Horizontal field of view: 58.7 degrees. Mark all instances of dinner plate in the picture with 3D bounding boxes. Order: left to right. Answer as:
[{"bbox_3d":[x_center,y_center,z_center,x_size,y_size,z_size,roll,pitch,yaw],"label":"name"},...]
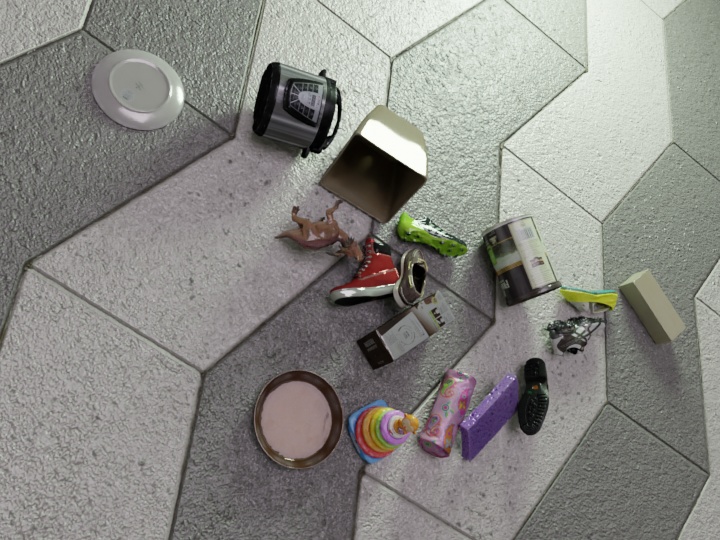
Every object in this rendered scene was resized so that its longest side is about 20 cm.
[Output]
[{"bbox_3d":[-0.490,-0.407,1.419,0.197,0.024,0.203,8,70,-22],"label":"dinner plate"}]

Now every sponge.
[{"bbox_3d":[0.304,0.344,1.503,0.199,0.030,0.113,-36,132,-31],"label":"sponge"}]

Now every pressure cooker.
[{"bbox_3d":[-0.138,-0.377,1.491,0.197,0.177,0.180,13,43,-22],"label":"pressure cooker"}]

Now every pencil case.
[{"bbox_3d":[0.198,0.324,1.468,0.087,0.087,0.201,34,61,-11],"label":"pencil case"}]

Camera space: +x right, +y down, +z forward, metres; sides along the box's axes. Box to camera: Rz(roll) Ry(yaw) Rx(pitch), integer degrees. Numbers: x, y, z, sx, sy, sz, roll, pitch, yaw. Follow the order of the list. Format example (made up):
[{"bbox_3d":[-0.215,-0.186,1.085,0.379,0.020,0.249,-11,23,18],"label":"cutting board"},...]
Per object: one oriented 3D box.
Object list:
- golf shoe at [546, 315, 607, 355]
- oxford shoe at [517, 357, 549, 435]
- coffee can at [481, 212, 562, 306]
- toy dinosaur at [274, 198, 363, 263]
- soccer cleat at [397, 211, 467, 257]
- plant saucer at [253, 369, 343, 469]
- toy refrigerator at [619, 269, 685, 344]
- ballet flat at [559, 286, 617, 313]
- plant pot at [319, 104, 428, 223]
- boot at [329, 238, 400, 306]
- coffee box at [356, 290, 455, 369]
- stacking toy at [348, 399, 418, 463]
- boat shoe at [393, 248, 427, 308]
[{"bbox_3d":[0.581,0.174,1.716,0.197,0.078,0.096,-7,93,-26],"label":"golf shoe"},{"bbox_3d":[0.434,0.322,1.574,0.085,0.072,0.202,64,37,-42],"label":"oxford shoe"},{"bbox_3d":[0.414,-0.027,1.652,0.145,0.146,0.203,-14,78,-28],"label":"coffee can"},{"bbox_3d":[-0.090,-0.075,1.438,0.197,0.086,0.137,-7,63,-12],"label":"toy dinosaur"},{"bbox_3d":[0.185,-0.093,1.614,0.198,0.068,0.082,18,53,-19],"label":"soccer cleat"},{"bbox_3d":[-0.131,0.311,1.340,0.198,0.034,0.203,9,69,-22],"label":"plant saucer"},{"bbox_3d":[0.846,0.107,1.860,0.075,0.070,0.201,-32,88,-23],"label":"toy refrigerator"},{"bbox_3d":[0.633,0.083,1.771,0.197,0.067,0.068,5,92,-26],"label":"ballet flat"},{"bbox_3d":[0.049,-0.274,1.543,0.198,0.200,0.179,30,52,-13],"label":"plant pot"},{"bbox_3d":[0.000,0.000,1.491,0.198,0.072,0.146,-9,76,-36],"label":"boot"},{"bbox_3d":[0.104,0.137,1.467,0.199,0.113,0.080,-29,86,-31],"label":"coffee box"},{"bbox_3d":[0.065,0.329,1.332,0.109,0.200,0.117,-23,84,-30],"label":"stacking toy"},{"bbox_3d":[0.129,0.008,1.516,0.072,0.059,0.201,51,33,-20],"label":"boat shoe"}]
